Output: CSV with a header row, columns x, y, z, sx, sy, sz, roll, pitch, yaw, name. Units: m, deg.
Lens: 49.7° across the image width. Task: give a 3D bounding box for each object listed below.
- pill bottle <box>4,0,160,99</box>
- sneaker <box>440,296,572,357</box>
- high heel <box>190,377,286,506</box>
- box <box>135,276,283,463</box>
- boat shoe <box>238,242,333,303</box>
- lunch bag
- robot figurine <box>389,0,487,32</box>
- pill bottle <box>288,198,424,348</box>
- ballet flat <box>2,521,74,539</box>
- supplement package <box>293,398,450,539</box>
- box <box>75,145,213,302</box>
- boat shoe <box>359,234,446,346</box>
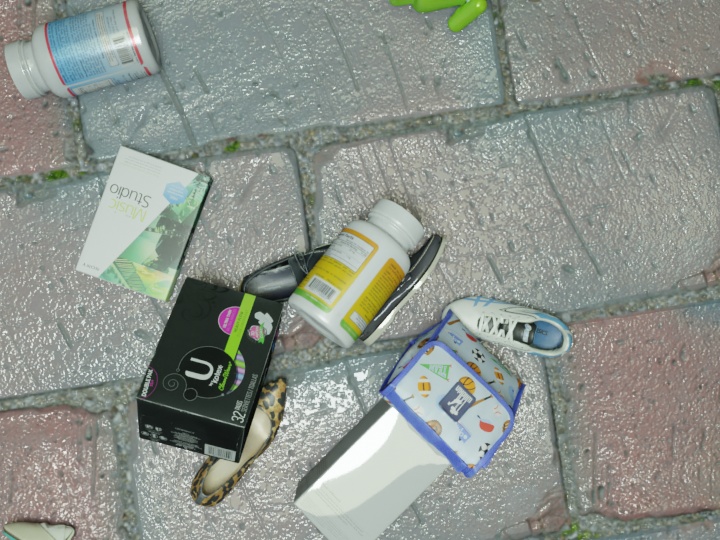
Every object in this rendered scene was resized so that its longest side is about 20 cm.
x,y,z,sx,sy,sz,roll,pitch,yaw,name
-0.403,-0.317,1.135,0.199,0.109,0.109,-16,89,-2,pill bottle
0.220,0.082,1.163,0.199,0.072,0.072,11,90,0,sneaker
-0.166,0.244,1.108,0.071,0.143,0.200,35,88,-1,high heel
-0.205,0.137,1.077,0.148,0.124,0.200,15,53,-3,box
-0.087,0.008,1.160,0.199,0.062,0.075,-17,87,-4,boat shoe
0.128,0.172,1.082,0.170,0.200,0.124,45,122,2,lunch bag
0.135,-0.453,1.154,0.199,0.116,0.176,-14,81,-3,robot figurine
0.000,0.000,1.101,0.111,0.111,0.200,38,79,0,pill bottle
-0.427,0.415,1.141,0.200,0.069,0.070,39,87,-2,ballet flat
0.017,0.293,1.124,0.200,0.121,0.120,-45,90,-2,supplement package
-0.323,-0.069,1.166,0.144,0.036,0.201,19,89,-1,box
0.051,0.018,1.159,0.063,0.073,0.200,38,92,-3,boat shoe
